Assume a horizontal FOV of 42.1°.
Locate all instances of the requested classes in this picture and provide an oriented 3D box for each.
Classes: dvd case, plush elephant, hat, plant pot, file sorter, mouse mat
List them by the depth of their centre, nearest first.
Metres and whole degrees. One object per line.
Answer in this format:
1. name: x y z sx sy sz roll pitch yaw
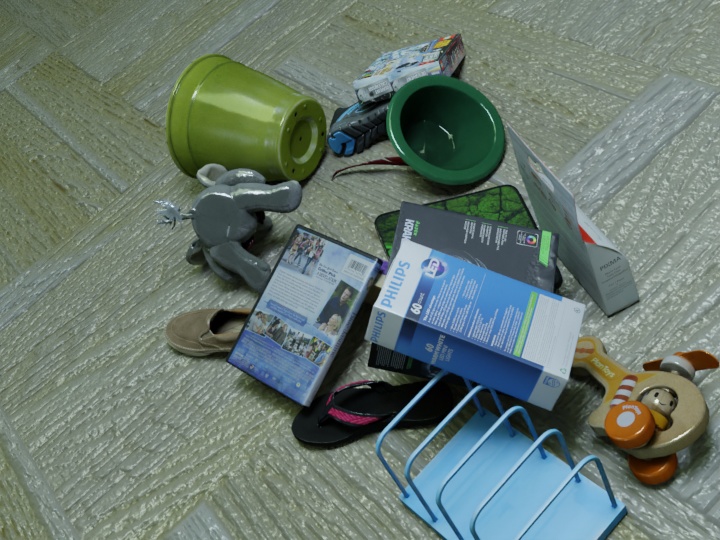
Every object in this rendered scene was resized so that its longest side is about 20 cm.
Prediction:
1. file sorter: 0.132 0.204 0.926 0.139 0.123 0.200 -43 44 -15
2. mouse mat: 0.131 -0.025 1.148 0.199 0.008 0.162 -15 61 -12
3. dvd case: -0.072 0.052 1.160 0.142 0.018 0.201 23 84 36
4. plush elephant: -0.190 -0.074 1.362 0.199 0.166 0.155 13 10 -1
5. hat: 0.094 -0.177 1.385 0.199 0.176 0.166 33 67 2
6. plant pot: -0.164 -0.220 1.452 0.192 0.201 0.201 17 59 29

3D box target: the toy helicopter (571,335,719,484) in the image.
1. toy helicopter: 0.282 0.115 0.968 0.132 0.079 0.200 -40 31 -2

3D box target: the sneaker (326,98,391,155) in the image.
1. sneaker: 0.040 -0.246 1.439 0.199 0.073 0.082 -13 46 17

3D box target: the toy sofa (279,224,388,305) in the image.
1. toy sofa: 0.000 0.000 1.221 0.199 0.083 0.098 21 62 40

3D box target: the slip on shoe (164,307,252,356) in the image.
1. slip on shoe: -0.191 0.077 1.267 0.199 0.061 0.076 7 54 33

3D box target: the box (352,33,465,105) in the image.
1. box: 0.080 -0.314 1.452 0.136 0.040 0.200 -10 22 21

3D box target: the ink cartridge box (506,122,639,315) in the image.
1. ink cartridge box: 0.240 -0.066 1.065 0.047 0.200 0.160 -28 42 0

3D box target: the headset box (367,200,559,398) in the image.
1. headset box: 0.123 0.035 1.053 0.199 0.093 0.175 13 59 3

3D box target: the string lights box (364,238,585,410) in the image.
1. string lights box: 0.116 0.052 0.944 0.199 0.059 0.103 21 49 7

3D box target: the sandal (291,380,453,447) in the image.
1. sandal: 0.009 0.156 1.095 0.199 0.045 0.075 -13 45 17
